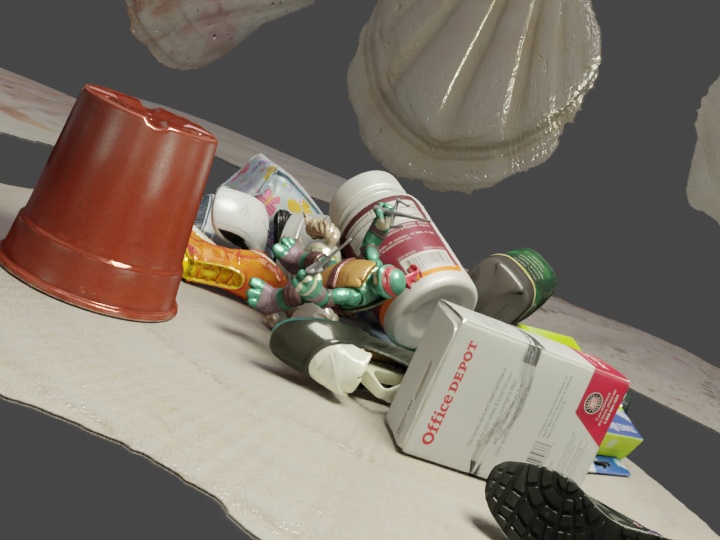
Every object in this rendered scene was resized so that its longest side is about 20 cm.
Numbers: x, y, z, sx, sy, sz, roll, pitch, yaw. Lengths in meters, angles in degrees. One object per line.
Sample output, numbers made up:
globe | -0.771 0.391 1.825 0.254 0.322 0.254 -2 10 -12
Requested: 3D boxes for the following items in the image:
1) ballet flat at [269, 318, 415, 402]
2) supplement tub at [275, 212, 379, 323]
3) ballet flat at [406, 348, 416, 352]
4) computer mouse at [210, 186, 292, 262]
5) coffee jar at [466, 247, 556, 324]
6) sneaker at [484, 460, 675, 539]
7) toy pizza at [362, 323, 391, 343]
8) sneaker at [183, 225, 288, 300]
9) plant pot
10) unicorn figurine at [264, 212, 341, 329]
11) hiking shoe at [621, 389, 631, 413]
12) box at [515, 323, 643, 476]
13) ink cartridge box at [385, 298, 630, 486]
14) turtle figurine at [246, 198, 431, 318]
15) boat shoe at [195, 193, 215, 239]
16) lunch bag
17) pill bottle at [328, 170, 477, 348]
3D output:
ballet flat | 0.000 0.100 1.000 0.200 0.068 0.068 16 26 -33
supplement tub | 0.000 0.000 1.249 0.199 0.132 0.132 8 7 11
ballet flat | 0.145 0.112 1.140 0.199 0.068 0.068 24 1 -2
computer mouse | -0.138 -0.053 1.280 0.044 0.110 0.200 2 -14 21
coffee jar | 0.182 0.027 1.211 0.085 0.104 0.200 49 18 11
sneaker | 0.197 0.232 0.827 0.200 0.076 0.088 29 -5 8
toy pizza | 0.088 0.126 1.206 0.200 0.032 0.200 23 11 -5
sneaker | -0.185 -0.001 1.190 0.199 0.073 0.077 21 29 11
plant pot | -0.252 -0.077 1.000 0.200 0.196 0.201 23 10 -4
unicorn figurine | -0.051 0.037 1.112 0.074 0.201 0.137 -13 13 -37
hiking shoe | 0.322 0.186 1.357 0.086 0.075 0.200 16 0 -3
box | 0.269 0.161 1.193 0.122 0.048 0.200 15 34 -42
ink cartridge box | 0.145 0.132 0.960 0.199 0.146 0.083 21 10 -16
turtle figurine | -0.020 0.002 0.991 0.200 0.101 0.150 -6 23 40
boat shoe | -0.259 -0.085 1.394 0.091 0.071 0.200 25 11 -15
lunch bag | -0.118 -0.065 1.470 0.200 0.127 0.170 47 -1 -24
pill bottle | 0.043 -0.017 1.107 0.114 0.114 0.200 15 34 -42
